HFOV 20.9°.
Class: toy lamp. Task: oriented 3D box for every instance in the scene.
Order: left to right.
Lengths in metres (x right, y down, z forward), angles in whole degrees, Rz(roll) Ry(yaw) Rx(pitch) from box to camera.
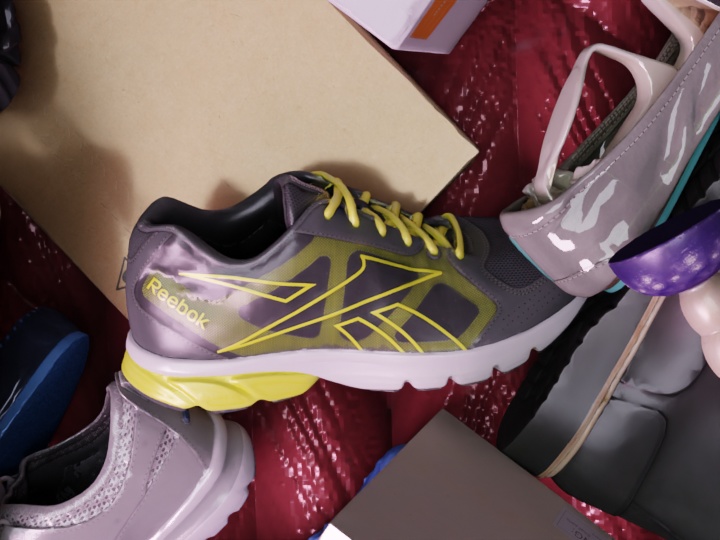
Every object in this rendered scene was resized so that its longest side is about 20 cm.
[{"bbox_3d":[0.160,0.073,0.717,0.058,0.058,0.201,-28,95,10],"label":"toy lamp"}]

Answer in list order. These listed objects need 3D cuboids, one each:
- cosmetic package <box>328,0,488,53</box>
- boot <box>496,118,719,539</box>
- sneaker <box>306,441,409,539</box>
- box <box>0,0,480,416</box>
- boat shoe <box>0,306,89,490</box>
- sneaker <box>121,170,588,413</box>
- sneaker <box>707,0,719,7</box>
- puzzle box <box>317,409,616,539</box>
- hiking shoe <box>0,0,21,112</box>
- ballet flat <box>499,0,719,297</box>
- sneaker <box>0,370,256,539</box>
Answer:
[{"bbox_3d":[0.026,-0.140,0.724,0.071,0.200,0.102,37,100,2],"label":"cosmetic package"},{"bbox_3d":[0.166,0.027,0.797,0.138,0.078,0.201,34,105,-7],"label":"boot"},{"bbox_3d":[-0.045,0.149,0.827,0.110,0.077,0.201,24,105,-4],"label":"sneaker"},{"bbox_3d":[-0.072,-0.065,0.836,0.163,0.021,0.200,-45,88,10],"label":"box"},{"bbox_3d":[-0.195,0.091,0.841,0.069,0.084,0.201,39,98,12],"label":"boat shoe"},{"bbox_3d":[0.000,0.000,0.779,0.198,0.075,0.085,-12,119,-11],"label":"sneaker"},{"bbox_3d":[0.209,-0.150,0.729,0.198,0.060,0.105,0,69,-11],"label":"sneaker"},{"bbox_3d":[0.083,0.139,0.722,0.199,0.133,0.026,37,113,9],"label":"puzzle box"},{"bbox_3d":[-0.202,-0.153,0.817,0.100,0.075,0.202,-11,77,31],"label":"hiking shoe"},{"bbox_3d":[0.124,-0.084,0.764,0.063,0.067,0.201,35,84,-8],"label":"ballet flat"},{"bbox_3d":[-0.140,0.117,0.827,0.200,0.075,0.082,-45,119,6],"label":"sneaker"}]
